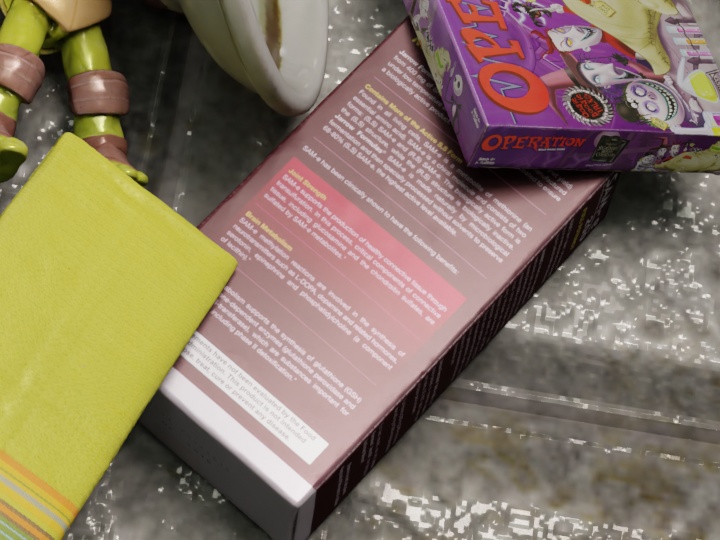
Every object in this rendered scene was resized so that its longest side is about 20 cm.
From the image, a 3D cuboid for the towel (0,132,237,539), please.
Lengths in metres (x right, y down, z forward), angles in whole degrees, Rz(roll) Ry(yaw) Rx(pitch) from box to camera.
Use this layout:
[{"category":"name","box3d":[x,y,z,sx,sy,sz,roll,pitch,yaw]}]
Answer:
[{"category":"towel","box3d":[-0.124,0.044,0.975,0.086,0.018,0.200,39,55,-10]}]

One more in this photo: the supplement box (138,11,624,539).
[{"category":"supplement box","box3d":[0.000,0.000,1.073,0.109,0.061,0.200,40,70,13]}]

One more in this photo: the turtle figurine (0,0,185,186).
[{"category":"turtle figurine","box3d":[-0.130,-0.113,1.096,0.200,0.064,0.162,20,65,-39]}]

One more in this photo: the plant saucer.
[{"category":"plant saucer","box3d":[-0.058,-0.157,1.061,0.050,0.200,0.201,-8,66,10]}]

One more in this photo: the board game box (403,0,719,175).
[{"category":"board game box","box3d":[0.071,-0.122,1.107,0.120,0.032,0.200,-3,51,-22]}]
